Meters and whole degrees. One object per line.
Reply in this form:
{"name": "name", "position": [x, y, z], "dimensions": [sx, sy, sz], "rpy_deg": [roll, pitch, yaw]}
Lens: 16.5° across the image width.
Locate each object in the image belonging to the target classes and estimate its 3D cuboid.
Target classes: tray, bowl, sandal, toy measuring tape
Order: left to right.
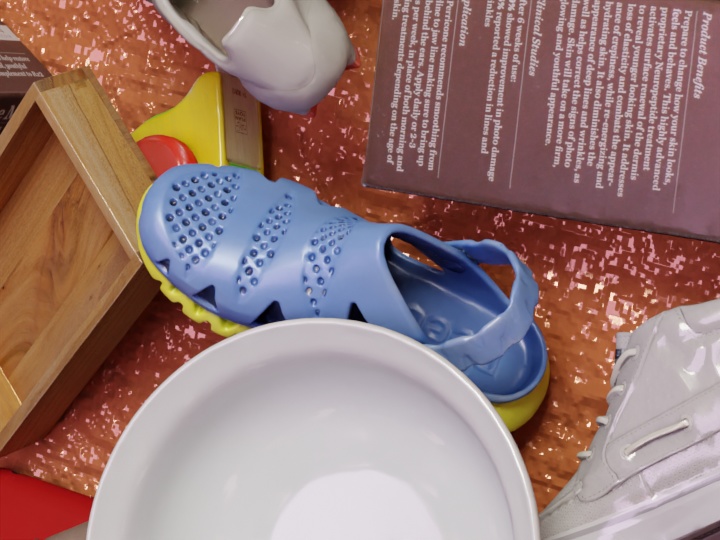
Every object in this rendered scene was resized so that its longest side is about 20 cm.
{"name": "tray", "position": [-0.152, 0.000, 1.181], "dimensions": [0.099, 0.037, 0.200], "rpy_deg": [58, 140, 13]}
{"name": "toy measuring tape", "position": [-0.085, -0.077, 1.173], "dimensions": [0.073, 0.073, 0.201], "rpy_deg": [-9, 79, 28]}
{"name": "bowl", "position": [-0.010, 0.126, 1.060], "dimensions": [0.200, 0.090, 0.202], "rpy_deg": [-3, 80, 17]}
{"name": "sandal", "position": [0.000, 0.000, 1.078], "dimensions": [0.199, 0.087, 0.080], "rpy_deg": [20, 63, -6]}

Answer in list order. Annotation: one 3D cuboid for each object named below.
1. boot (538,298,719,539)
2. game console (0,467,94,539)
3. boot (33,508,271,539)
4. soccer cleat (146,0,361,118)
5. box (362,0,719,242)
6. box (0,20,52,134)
{"name": "boot", "position": [0.126, 0.074, 1.075], "dimensions": [0.199, 0.073, 0.096], "rpy_deg": [-26, 71, 22]}
{"name": "game console", "position": [-0.126, 0.216, 1.235], "dimensions": [0.199, 0.119, 0.173], "rpy_deg": [15, 69, 25]}
{"name": "boot", "position": [-0.108, 0.136, 1.148], "dimensions": [0.145, 0.070, 0.201], "rpy_deg": [-7, 71, 1]}
{"name": "soccer cleat", "position": [-0.071, -0.138, 1.098], "dimensions": [0.069, 0.077, 0.200], "rpy_deg": [-50, 46, 7]}
{"name": "box", "position": [0.107, -0.072, 1.058], "dimensions": [0.199, 0.075, 0.101], "rpy_deg": [11, 97, 28]}
{"name": "box", "position": [-0.245, -0.036, 1.237], "dimensions": [0.075, 0.100, 0.200], "rpy_deg": [44, 112, 18]}
